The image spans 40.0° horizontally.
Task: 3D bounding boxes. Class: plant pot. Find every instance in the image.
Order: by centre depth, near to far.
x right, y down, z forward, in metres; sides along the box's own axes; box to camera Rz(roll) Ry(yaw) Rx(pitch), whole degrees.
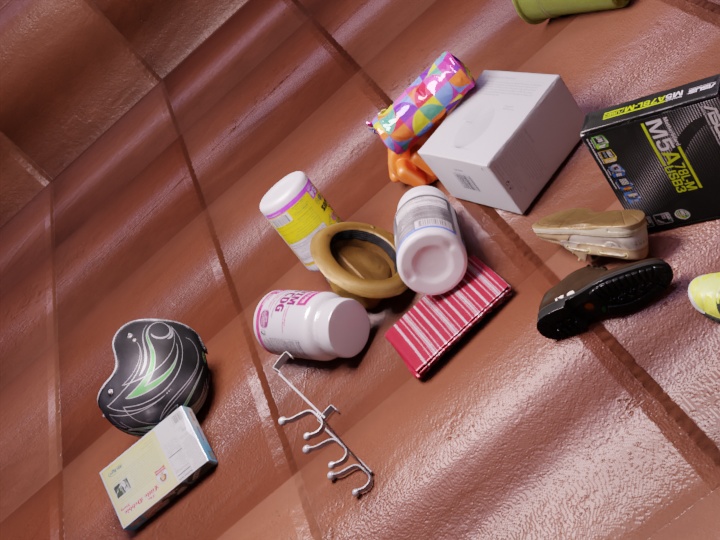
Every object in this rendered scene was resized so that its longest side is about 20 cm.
[{"bbox_3d":[0.407,-0.553,1.825,0.188,0.201,0.202,16,64,40],"label":"plant pot"}]

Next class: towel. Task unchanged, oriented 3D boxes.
[{"bbox_3d":[0.134,0.070,1.545,0.200,0.023,0.145,-42,30,0],"label":"towel"}]

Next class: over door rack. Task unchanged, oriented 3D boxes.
[{"bbox_3d":[-0.066,0.233,1.465,0.066,0.148,0.200,-36,33,-1],"label":"over door rack"}]

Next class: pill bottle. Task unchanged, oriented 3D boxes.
[{"bbox_3d":[0.110,-0.056,1.614,0.113,0.114,0.201,-33,23,16],"label":"pill bottle"},{"bbox_3d":[-0.083,0.092,1.675,0.198,0.114,0.114,1,52,48],"label":"pill bottle"},{"bbox_3d":[-0.085,-0.071,1.772,0.103,0.201,0.105,-33,22,15],"label":"pill bottle"}]

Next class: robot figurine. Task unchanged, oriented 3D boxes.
[{"bbox_3d":[0.108,-0.239,1.839,0.114,0.146,0.202,-1,41,1],"label":"robot figurine"}]

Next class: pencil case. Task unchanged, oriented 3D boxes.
[{"bbox_3d":[0.104,-0.290,1.714,0.199,0.088,0.089,-40,32,14],"label":"pencil case"}]

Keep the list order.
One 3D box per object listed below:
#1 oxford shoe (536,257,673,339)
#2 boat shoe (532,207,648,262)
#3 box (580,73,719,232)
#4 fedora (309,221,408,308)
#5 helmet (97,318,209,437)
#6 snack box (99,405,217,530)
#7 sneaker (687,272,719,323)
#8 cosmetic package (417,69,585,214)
[{"bbox_3d":[0.327,0.018,1.341,0.198,0.073,0.085,-22,36,31],"label":"oxford shoe"},{"bbox_3d":[0.327,-0.045,1.412,0.073,0.070,0.199,-30,19,-27],"label":"boat shoe"},{"bbox_3d":[0.419,-0.146,1.305,0.191,0.201,0.048,-9,42,41],"label":"box"},{"bbox_3d":[0.000,0.000,1.687,0.202,0.196,0.083,-95,14,-51],"label":"fedora"},{"bbox_3d":[-0.375,0.206,1.800,0.198,0.199,0.194,-23,52,29],"label":"helmet"},{"bbox_3d":[-0.352,0.343,1.715,0.199,0.037,0.117,-39,62,8],"label":"snack box"},{"bbox_3d":[0.470,0.027,1.165,0.076,0.076,0.199,-54,32,-14],"label":"sneaker"},{"bbox_3d":[0.240,-0.221,1.662,0.201,0.123,0.198,-51,32,-10],"label":"cosmetic package"}]
